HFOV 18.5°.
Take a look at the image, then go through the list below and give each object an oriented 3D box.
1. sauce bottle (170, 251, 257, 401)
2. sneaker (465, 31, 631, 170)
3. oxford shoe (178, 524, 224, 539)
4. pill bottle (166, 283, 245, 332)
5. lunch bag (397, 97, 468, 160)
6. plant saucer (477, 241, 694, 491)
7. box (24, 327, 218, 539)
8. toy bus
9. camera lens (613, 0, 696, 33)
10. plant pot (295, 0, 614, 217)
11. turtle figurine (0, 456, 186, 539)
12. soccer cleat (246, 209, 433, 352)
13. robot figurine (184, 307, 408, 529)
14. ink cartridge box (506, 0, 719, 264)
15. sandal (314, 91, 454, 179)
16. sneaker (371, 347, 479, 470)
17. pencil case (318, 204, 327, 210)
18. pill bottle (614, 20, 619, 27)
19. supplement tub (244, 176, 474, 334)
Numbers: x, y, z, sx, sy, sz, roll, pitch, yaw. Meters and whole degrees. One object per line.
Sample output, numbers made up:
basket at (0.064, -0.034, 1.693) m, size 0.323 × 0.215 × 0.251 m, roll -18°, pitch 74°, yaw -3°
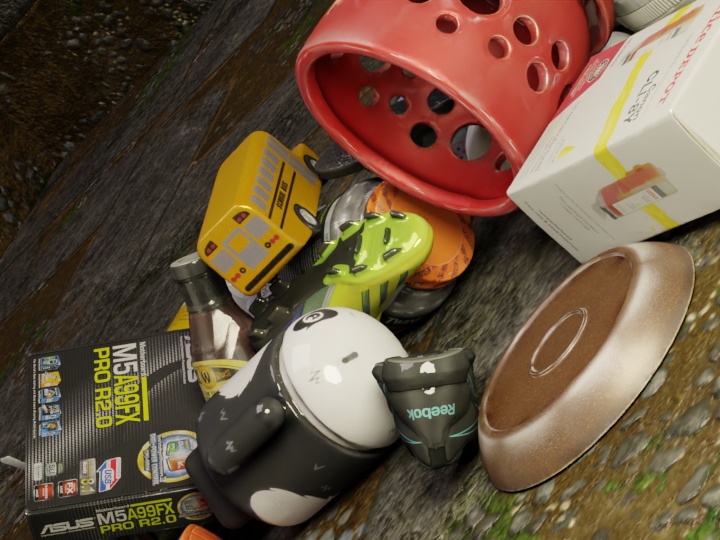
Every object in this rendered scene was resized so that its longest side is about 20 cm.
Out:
sauce bottle at (-0.103, 0.081, 1.794) m, size 0.066 × 0.200 × 0.066 m, roll -21°, pitch 8°, yaw 3°
sneaker at (0.137, -0.106, 1.761) m, size 0.200 × 0.074 × 0.116 m, roll -34°, pitch 19°, yaw 46°
oxford shoe at (-0.128, 0.262, 1.699) m, size 0.073 × 0.071 × 0.200 m, roll -53°, pitch 14°, yaw 16°
pill bottle at (-0.144, 0.091, 2.088) m, size 0.104 × 0.104 × 0.200 m, roll -30°, pitch 26°, yaw 55°
lunch bag at (0.091, -0.142, 1.980) m, size 0.160 × 0.077 × 0.200 m, roll -51°, pitch 14°, yaw 2°
plant saucer at (0.139, 0.055, 1.451) m, size 0.200 × 0.032 × 0.200 m, roll -48°, pitch 14°, yaw 16°
box at (-0.198, 0.136, 1.842) m, size 0.160 × 0.044 × 0.200 m, roll -9°, pitch 40°, yaw 0°
toy bus at (-0.078, -0.052, 1.788) m, size 0.065 × 0.078 × 0.200 m, roll -46°, pitch 15°, yaw 20°
camera lens at (0.216, -0.279, 1.678) m, size 0.160 × 0.200 × 0.160 m, roll -48°, pitch 15°, yaw 17°
plant pot at (0.080, -0.168, 1.635) m, size 0.183 × 0.200 × 0.200 m, roll -56°, pitch 15°, yaw -19°
turtle figurine at (-0.192, 0.171, 1.910) m, size 0.194 × 0.200 × 0.144 m, roll -27°, pitch -18°, yaw 10°
soccer cleat at (-0.004, 0.018, 1.724) m, size 0.200 × 0.084 × 0.065 m, roll -35°, pitch 36°, yaw 36°
robot figurine at (-0.047, 0.113, 1.689) m, size 0.200 × 0.125 × 0.150 m, roll -43°, pitch 25°, yaw 31°
ink cartridge box at (0.209, -0.102, 1.488) m, size 0.145 × 0.083 × 0.200 m, roll -56°, pitch 15°, yaw -28°
sandal at (0.055, -0.115, 1.795) m, size 0.200 × 0.048 × 0.075 m, roll -27°, pitch 21°, yaw 13°
sneaker at (0.047, 0.096, 1.542) m, size 0.075 × 0.079 × 0.200 m, roll -10°, pitch -2°, yaw 5°
pencil case at (-0.045, 0.037, 1.963) m, size 0.087 × 0.087 × 0.200 m, roll -32°, pitch 25°, yaw 53°
pill bottle at (0.181, -0.275, 1.958) m, size 0.111 × 0.111 × 0.200 m, roll -51°, pitch 14°, yaw 5°
supplement tub at (0.000, 0.000, 1.829) m, size 0.200 × 0.122 × 0.123 m, roll -34°, pitch 23°, yaw 51°
